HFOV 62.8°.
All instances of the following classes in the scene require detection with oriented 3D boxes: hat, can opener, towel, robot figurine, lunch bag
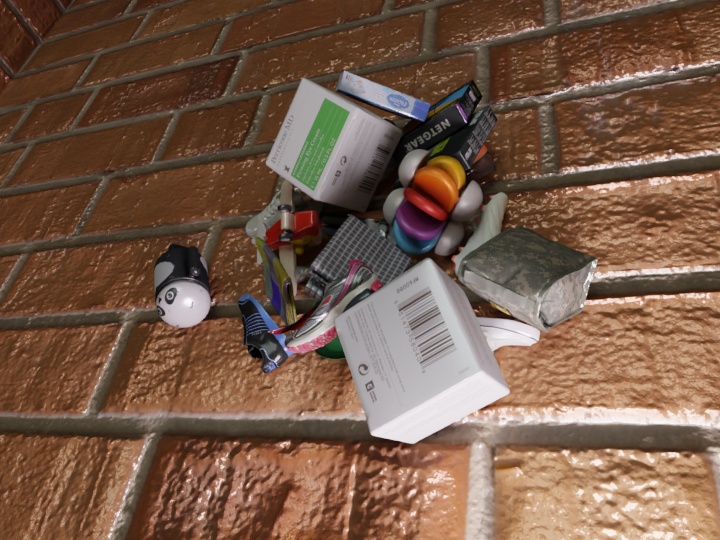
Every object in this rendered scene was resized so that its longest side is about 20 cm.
[{"bbox_3d":[-0.061,0.058,1.113,0.161,0.177,0.204,-16,48,13],"label":"hat"},{"bbox_3d":[0.005,-0.093,1.302,0.195,0.054,0.066,8,22,27],"label":"can opener"},{"bbox_3d":[-0.170,0.032,1.200,0.022,0.147,0.200,-17,36,-19],"label":"towel"},{"bbox_3d":[0.000,0.000,1.117,0.164,0.086,0.201,35,41,0],"label":"towel"},{"bbox_3d":[-0.402,0.032,1.323,0.121,0.153,0.203,-15,47,-6],"label":"robot figurine"},{"bbox_3d":[0.275,0.017,0.991,0.197,0.121,0.162,-16,35,-41],"label":"lunch bag"}]

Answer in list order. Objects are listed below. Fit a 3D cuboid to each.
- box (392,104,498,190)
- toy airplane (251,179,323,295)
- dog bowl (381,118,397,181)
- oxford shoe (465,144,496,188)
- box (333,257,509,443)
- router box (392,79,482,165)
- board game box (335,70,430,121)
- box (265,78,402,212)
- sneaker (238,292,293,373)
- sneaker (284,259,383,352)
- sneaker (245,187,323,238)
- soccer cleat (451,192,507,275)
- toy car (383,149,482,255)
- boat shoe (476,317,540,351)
[{"bbox_3d":[0.182,-0.251,1.263,0.191,0.048,0.201,-24,24,47],"label":"box"},{"bbox_3d":[-0.151,-0.075,1.299,0.138,0.204,0.200,5,29,-32],"label":"toy airplane"},{"bbox_3d":[0.010,-0.284,1.438,0.194,0.059,0.204,-13,49,14],"label":"dog bowl"},{"bbox_3d":[0.201,-0.183,1.266,0.198,0.073,0.072,-36,14,20],"label":"oxford shoe"},{"bbox_3d":[0.096,0.135,0.938,0.197,0.171,0.203,-32,59,17],"label":"box"},{"bbox_3d":[0.167,-0.331,1.321,0.197,0.051,0.150,-26,21,39],"label":"router box"},{"bbox_3d":[0.043,-0.387,1.318,0.200,0.194,0.044,-105,35,-74],"label":"board game box"},{"bbox_3d":[-0.054,-0.262,1.262,0.170,0.198,0.203,35,105,29],"label":"box"},{"bbox_3d":[-0.213,0.125,1.203,0.077,0.071,0.199,-36,48,-14],"label":"sneaker"},{"bbox_3d":[-0.051,0.068,1.010,0.198,0.081,0.075,-39,73,3],"label":"sneaker"},{"bbox_3d":[-0.190,-0.143,1.401,0.196,0.081,0.078,-25,49,5],"label":"sneaker"},{"bbox_3d":[0.250,-0.062,1.153,0.076,0.070,0.202,24,70,25],"label":"soccer cleat"},{"bbox_3d":[0.127,-0.117,1.139,0.172,0.203,0.150,31,36,10],"label":"toy car"},{"bbox_3d":[0.208,0.119,1.022,0.194,0.072,0.068,6,74,20],"label":"boat shoe"}]
